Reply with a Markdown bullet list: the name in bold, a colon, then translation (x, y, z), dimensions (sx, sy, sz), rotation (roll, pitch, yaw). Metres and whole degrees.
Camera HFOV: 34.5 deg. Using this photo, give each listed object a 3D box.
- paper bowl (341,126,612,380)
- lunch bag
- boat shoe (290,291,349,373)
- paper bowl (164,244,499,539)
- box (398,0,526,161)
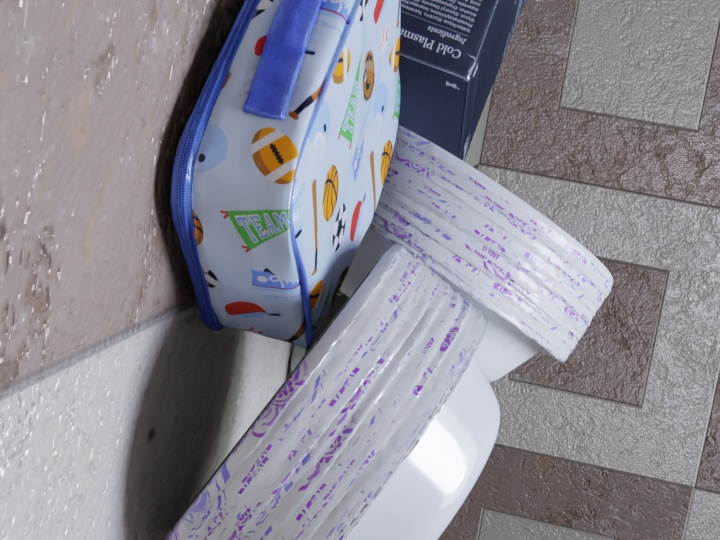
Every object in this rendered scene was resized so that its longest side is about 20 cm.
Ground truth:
- **paper bowl**: translation (0.054, -0.005, 0.750), dimensions (0.105, 0.199, 0.201), rotation (-55, 171, 0)
- **lunch bag**: translation (-0.031, -0.076, 0.580), dimensions (0.161, 0.074, 0.202), rotation (83, 20, -58)
- **boat shoe**: translation (0.002, 0.001, 0.881), dimensions (0.072, 0.060, 0.205), rotation (24, 75, -51)
- **paper bowl**: translation (-0.005, 0.095, 0.601), dimensions (0.202, 0.104, 0.201), rotation (-53, -179, 1)
- **box**: translation (0.054, -0.188, 0.798), dimensions (0.200, 0.103, 0.185), rotation (80, 30, -75)
